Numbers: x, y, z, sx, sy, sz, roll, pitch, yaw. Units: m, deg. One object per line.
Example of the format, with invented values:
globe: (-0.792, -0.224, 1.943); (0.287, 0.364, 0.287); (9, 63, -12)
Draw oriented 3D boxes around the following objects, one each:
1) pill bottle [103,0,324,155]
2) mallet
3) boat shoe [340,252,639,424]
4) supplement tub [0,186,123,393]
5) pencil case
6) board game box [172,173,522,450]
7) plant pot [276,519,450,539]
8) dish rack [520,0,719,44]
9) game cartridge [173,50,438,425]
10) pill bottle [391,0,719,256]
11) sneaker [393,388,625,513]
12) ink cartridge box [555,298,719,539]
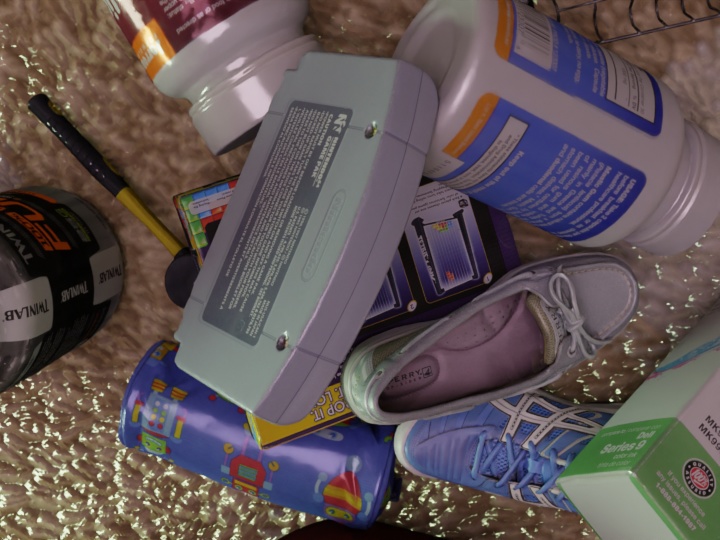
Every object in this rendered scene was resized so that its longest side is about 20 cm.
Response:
pill bottle: (-0.104, -0.182, 0.740); (0.114, 0.114, 0.201); (-30, 93, 14)
mallet: (-0.162, -0.048, 0.800); (0.200, 0.066, 0.041); (44, 103, 1)
boat shoe: (0.087, 0.044, 0.709); (0.201, 0.065, 0.075); (-18, 98, -13)
supplement tub: (-0.243, 0.015, 0.757); (0.122, 0.200, 0.123); (2, 101, 9)
pencil case: (-0.064, 0.111, 0.805); (0.199, 0.087, 0.078); (18, 132, 8)
board game box: (0.000, 0.000, 0.747); (0.199, 0.057, 0.166); (-19, 98, -12)
plant pot: (0.024, 0.269, 0.768); (0.199, 0.176, 0.201); (12, 102, 9)
dish rack: (0.168, -0.214, 0.718); (0.199, 0.055, 0.155); (-12, 100, 10)
game cartridge: (-0.031, -0.022, 0.641); (0.041, 0.133, 0.201); (24, 88, -32)
pill bottle: (0.119, -0.081, 0.692); (0.199, 0.112, 0.113); (23, 105, -24)
sneaker: (0.121, 0.115, 0.754); (0.198, 0.077, 0.076); (3, 102, -4)
ink cartridge box: (0.239, 0.110, 0.695); (0.200, 0.087, 0.146); (-41, 93, -26)
